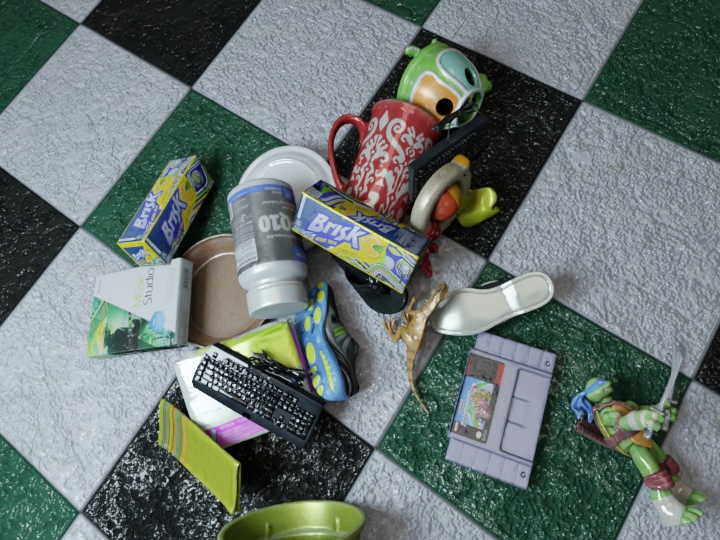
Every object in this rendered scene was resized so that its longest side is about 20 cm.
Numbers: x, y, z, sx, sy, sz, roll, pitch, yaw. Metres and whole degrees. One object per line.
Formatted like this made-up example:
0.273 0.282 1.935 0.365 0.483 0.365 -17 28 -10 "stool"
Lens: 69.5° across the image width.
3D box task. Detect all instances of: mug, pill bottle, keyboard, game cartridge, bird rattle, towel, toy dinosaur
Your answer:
0.027 -0.168 0.894 0.175 0.133 0.204 15 78 31 "mug"
-0.146 -0.033 0.832 0.111 0.114 0.205 -13 74 3 "pill bottle"
-0.149 0.171 0.757 0.197 0.040 0.106 27 89 3 "keyboard"
0.211 0.205 0.785 0.127 0.038 0.204 17 75 8 "game cartridge"
0.121 -0.099 0.836 0.198 0.164 0.113 -35 59 -13 "bird rattle"
-0.245 0.272 0.774 0.197 0.018 0.088 23 116 36 "towel"
0.081 0.108 0.811 0.059 0.106 0.205 3 108 -29 "toy dinosaur"
0.148 -0.204 0.852 0.020 0.129 0.199 31 56 34 "keyboard"

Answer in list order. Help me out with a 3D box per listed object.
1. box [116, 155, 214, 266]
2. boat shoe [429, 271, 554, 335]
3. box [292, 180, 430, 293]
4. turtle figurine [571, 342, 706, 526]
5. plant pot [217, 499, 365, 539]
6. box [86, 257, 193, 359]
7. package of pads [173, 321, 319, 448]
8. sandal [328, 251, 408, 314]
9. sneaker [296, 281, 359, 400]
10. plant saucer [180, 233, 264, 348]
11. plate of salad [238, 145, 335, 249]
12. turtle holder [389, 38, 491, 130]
-0.335 -0.105 0.907 0.069 0.065 0.203 -3 52 26 "box"
0.205 0.052 0.821 0.196 0.060 0.075 -23 79 15 "boat shoe"
-0.001 -0.054 0.782 0.197 0.071 0.064 30 35 10 "box"
0.409 0.216 0.696 0.197 0.144 0.197 -25 74 3 "turtle figurine"
-0.082 0.430 0.682 0.195 0.200 0.189 -6 82 5 "plant pot"
-0.377 0.067 0.885 0.196 0.036 0.148 -11 70 22 "box"
-0.177 0.177 0.812 0.196 0.068 0.158 -21 86 -1 "package of pads"
-0.001 0.001 0.848 0.200 0.047 0.076 45 114 33 "sandal"
-0.049 0.113 0.833 0.070 0.082 0.203 -33 56 27 "sneaker"
-0.238 0.038 0.900 0.195 0.037 0.205 -2 71 7 "plant saucer"
-0.132 -0.124 0.934 0.195 0.048 0.205 -2 80 13 "plate of salad"
0.149 -0.311 0.917 0.131 0.184 0.143 38 107 24 "turtle holder"
